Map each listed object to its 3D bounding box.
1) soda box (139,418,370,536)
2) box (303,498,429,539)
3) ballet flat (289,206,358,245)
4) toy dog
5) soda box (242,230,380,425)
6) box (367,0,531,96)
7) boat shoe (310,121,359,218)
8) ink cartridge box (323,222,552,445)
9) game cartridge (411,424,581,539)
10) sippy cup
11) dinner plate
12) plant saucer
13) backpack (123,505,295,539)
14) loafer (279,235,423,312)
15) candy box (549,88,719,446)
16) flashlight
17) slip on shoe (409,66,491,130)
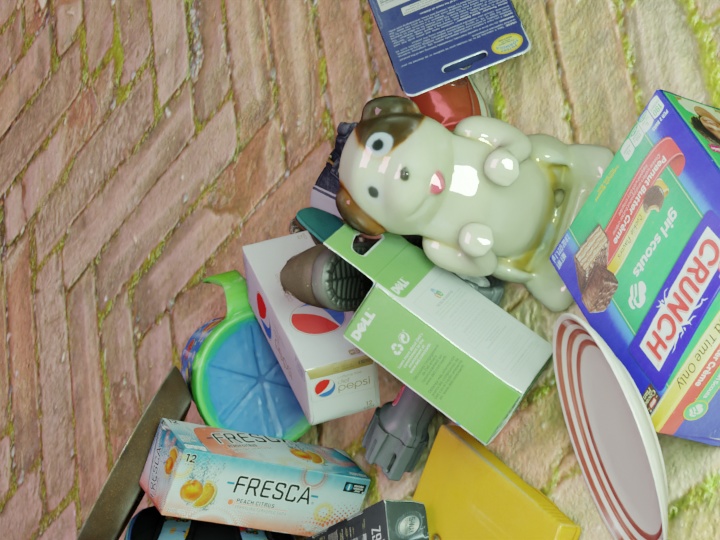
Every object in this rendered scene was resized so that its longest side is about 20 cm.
[{"bbox_3d":[-0.095,0.190,1.804,0.064,0.199,0.069,41,114,55],"label":"soda box"},{"bbox_3d":[0.005,0.312,1.699,0.160,0.043,0.202,-35,55,50],"label":"box"},{"bbox_3d":[-0.013,0.000,1.883,0.200,0.067,0.076,-143,48,-61],"label":"ballet flat"},{"bbox_3d":[0.078,-0.074,1.624,0.194,0.199,0.141,45,116,53],"label":"toy dog"},{"bbox_3d":[-0.046,0.048,1.791,0.200,0.068,0.064,-120,20,-50],"label":"soda box"},{"bbox_3d":[0.072,-0.234,1.780,0.120,0.033,0.201,-20,50,3],"label":"box"},{"bbox_3d":[0.020,-0.084,1.840,0.200,0.070,0.092,23,97,57],"label":"boat shoe"},{"bbox_3d":[0.052,0.043,1.615,0.060,0.199,0.104,-56,-7,27],"label":"ink cartridge box"},{"bbox_3d":[0.096,0.248,1.650,0.200,0.032,0.178,37,111,53],"label":"game cartridge"},{"bbox_3d":[-0.113,0.099,1.942,0.130,0.139,0.179,10,79,69],"label":"sippy cup"},{"bbox_3d":[0.189,0.125,1.472,0.200,0.024,0.202,164,90,-80],"label":"dinner plate"},{"bbox_3d":[-0.209,0.185,1.870,0.201,0.034,0.200,-61,0,0],"label":"plant saucer"},{"bbox_3d":[-0.143,0.302,1.870,0.200,0.181,0.136,-101,18,-68],"label":"backpack"},{"bbox_3d":[0.000,0.000,1.720,0.070,0.199,0.074,6,89,32],"label":"loafer"},{"bbox_3d":[0.240,-0.003,1.461,0.170,0.076,0.201,-60,37,28],"label":"candy box"},{"bbox_3d":[0.058,0.080,1.735,0.068,0.068,0.201,35,118,20],"label":"flashlight"},{"bbox_3d":[0.069,-0.160,1.798,0.074,0.061,0.201,-41,49,41],"label":"slip on shoe"}]
